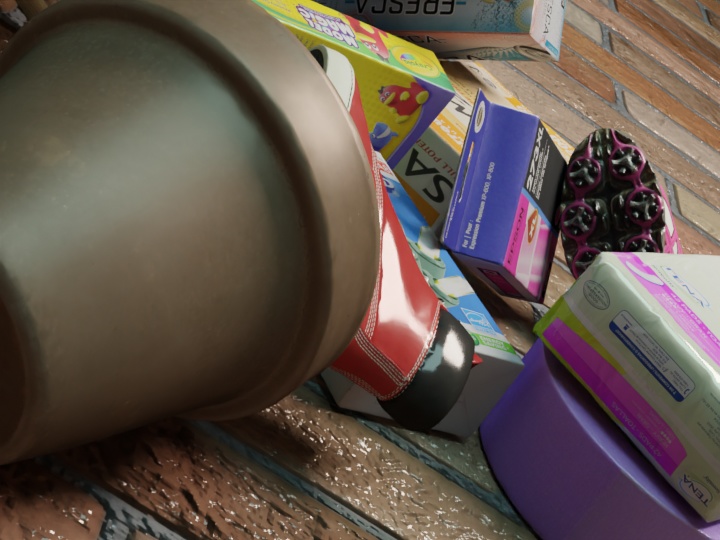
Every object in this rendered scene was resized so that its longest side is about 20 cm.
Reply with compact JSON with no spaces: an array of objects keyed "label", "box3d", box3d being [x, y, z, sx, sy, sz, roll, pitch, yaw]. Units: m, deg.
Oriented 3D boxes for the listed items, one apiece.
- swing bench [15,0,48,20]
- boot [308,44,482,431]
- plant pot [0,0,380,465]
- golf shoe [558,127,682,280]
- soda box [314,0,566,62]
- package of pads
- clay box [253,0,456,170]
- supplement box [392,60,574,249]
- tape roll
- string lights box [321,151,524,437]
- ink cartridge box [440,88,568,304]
[{"label":"swing bench","box3d":[-0.199,-0.266,1.213,0.200,0.130,0.199,41,22,10]},{"label":"boot","box3d":[0.004,-0.015,0.957,0.144,0.072,0.201,36,35,-29]},{"label":"plant pot","box3d":[-0.119,-0.009,0.777,0.200,0.201,0.174,42,39,13]},{"label":"golf shoe","box3d":[0.181,0.005,1.251,0.092,0.072,0.201,-13,90,-73]},{"label":"soda box","box3d":[0.046,-0.192,1.370,0.199,0.064,0.068,5,-9,26]},{"label":"package of pads","box3d":[0.201,0.060,1.080,0.155,0.068,0.200,49,24,24]},{"label":"clay box","box3d":[-0.051,-0.108,1.136,0.199,0.115,0.048,16,35,-41]},{"label":"supplement box","box3d":[0.065,-0.085,1.324,0.126,0.074,0.200,44,23,18]},{"label":"tape roll","box3d":[0.167,0.119,1.087,0.199,0.066,0.200,32,22,-15]},{"label":"string lights box","box3d":[0.000,0.000,1.076,0.102,0.059,0.200,17,30,-40]},{"label":"ink cartridge box","box3d":[0.094,-0.042,1.175,0.037,0.095,0.200,12,-6,18]}]
